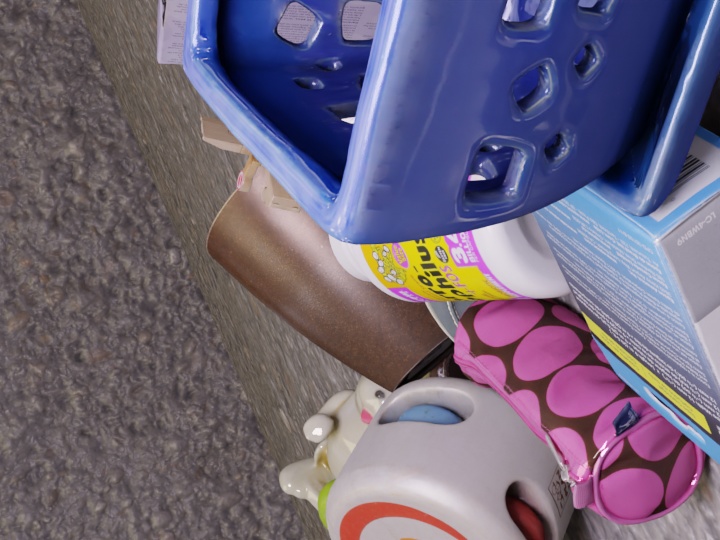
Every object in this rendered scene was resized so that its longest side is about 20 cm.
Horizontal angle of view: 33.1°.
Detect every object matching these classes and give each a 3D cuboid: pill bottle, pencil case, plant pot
[{"bbox_3d":[0.060,-0.032,0.766,0.199,0.104,0.105,-5,109,59],"label":"pill bottle"},{"bbox_3d":[0.132,0.081,0.796,0.200,0.093,0.091,45,158,59],"label":"pencil case"},{"bbox_3d":[0.049,-0.136,0.498,0.200,0.178,0.202,48,130,51],"label":"plant pot"},{"bbox_3d":[0.000,0.000,1.043,0.200,0.186,0.187,50,163,14],"label":"plant pot"}]

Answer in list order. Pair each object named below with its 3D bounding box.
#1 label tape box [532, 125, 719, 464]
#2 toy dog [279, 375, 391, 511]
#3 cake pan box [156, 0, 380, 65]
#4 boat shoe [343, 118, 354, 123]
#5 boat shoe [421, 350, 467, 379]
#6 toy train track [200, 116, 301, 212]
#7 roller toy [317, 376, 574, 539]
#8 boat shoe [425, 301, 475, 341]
[{"bbox_3d":[0.160,0.008,0.615,0.201,0.066,0.143,56,175,-36],"label":"label tape box"},{"bbox_3d":[0.033,0.169,1.216,0.140,0.193,0.201,53,139,37],"label":"toy dog"},{"bbox_3d":[-0.031,-0.180,0.747,0.184,0.198,0.053,121,148,-69],"label":"cake pan box"},{"bbox_3d":[-0.006,-0.106,0.795,0.069,0.072,0.200,51,-167,-3],"label":"boat shoe"},{"bbox_3d":[0.115,0.159,1.084,0.072,0.072,0.202,-13,93,46],"label":"boat shoe"},{"bbox_3d":[-0.070,-0.110,0.896,0.201,0.114,0.033,-102,32,-42],"label":"toy train track"},{"bbox_3d":[0.078,0.186,0.982,0.199,0.140,0.183,31,138,5],"label":"roller toy"},{"bbox_3d":[0.079,-0.021,0.882,0.062,0.072,0.202,-134,29,-64],"label":"boat shoe"}]
